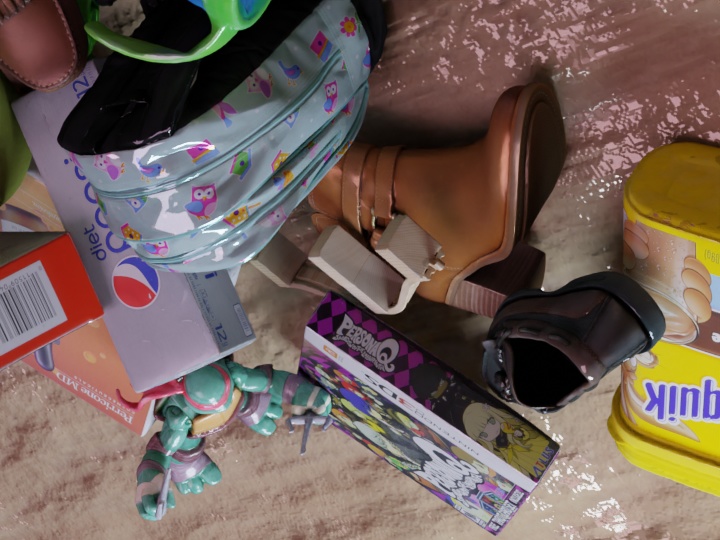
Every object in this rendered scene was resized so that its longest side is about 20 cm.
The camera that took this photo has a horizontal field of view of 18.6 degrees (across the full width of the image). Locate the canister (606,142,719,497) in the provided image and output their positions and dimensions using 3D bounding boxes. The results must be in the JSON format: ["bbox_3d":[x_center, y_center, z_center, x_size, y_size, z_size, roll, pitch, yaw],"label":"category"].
[{"bbox_3d":[0.222,0.034,1.295,0.147,0.087,0.201,18,136,24],"label":"canister"}]

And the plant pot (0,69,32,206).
[{"bbox_3d":[-0.296,-0.096,1.354,0.186,0.189,0.200,12,178,28],"label":"plant pot"}]

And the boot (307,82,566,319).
[{"bbox_3d":[0.043,-0.059,1.355,0.154,0.077,0.201,24,149,17],"label":"boot"}]

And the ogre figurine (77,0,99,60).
[{"bbox_3d":[-0.227,-0.203,1.398,0.119,0.099,0.200,8,152,6],"label":"ogre figurine"}]

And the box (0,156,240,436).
[{"bbox_3d":[-0.170,-0.009,1.531,0.152,0.107,0.201,30,141,8],"label":"box"}]

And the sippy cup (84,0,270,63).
[{"bbox_3d":[-0.102,-0.215,1.188,0.129,0.179,0.140,20,155,7],"label":"sippy cup"}]

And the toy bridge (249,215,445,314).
[{"bbox_3d":[0.000,0.000,1.384,0.067,0.027,0.200,40,161,-22],"label":"toy bridge"}]

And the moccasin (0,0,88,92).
[{"bbox_3d":[-0.231,-0.194,1.300,0.073,0.078,0.202,-26,103,10],"label":"moccasin"}]

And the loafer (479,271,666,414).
[{"bbox_3d":[0.109,0.051,1.306,0.072,0.063,0.200,46,157,-3],"label":"loafer"}]

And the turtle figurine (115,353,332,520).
[{"bbox_3d":[-0.096,0.100,1.491,0.200,0.149,0.101,108,137,-80],"label":"turtle figurine"}]

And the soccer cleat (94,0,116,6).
[{"bbox_3d":[-0.135,-0.243,1.306,0.073,0.068,0.200,34,137,4],"label":"soccer cleat"}]

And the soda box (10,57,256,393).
[{"bbox_3d":[-0.142,-0.030,1.382,0.068,0.063,0.201,-25,89,21],"label":"soda box"}]

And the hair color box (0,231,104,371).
[{"bbox_3d":[-0.251,0.022,1.413,0.200,0.101,0.062,4,119,63],"label":"hair color box"}]

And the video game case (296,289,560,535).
[{"bbox_3d":[0.039,0.100,1.479,0.181,0.036,0.200,35,164,5],"label":"video game case"}]

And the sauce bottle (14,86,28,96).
[{"bbox_3d":[-0.292,-0.052,1.502,0.066,0.200,0.066,23,137,24],"label":"sauce bottle"}]

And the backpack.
[{"bbox_3d":[-0.081,-0.096,1.302,0.166,0.200,0.127,-10,123,41],"label":"backpack"}]
